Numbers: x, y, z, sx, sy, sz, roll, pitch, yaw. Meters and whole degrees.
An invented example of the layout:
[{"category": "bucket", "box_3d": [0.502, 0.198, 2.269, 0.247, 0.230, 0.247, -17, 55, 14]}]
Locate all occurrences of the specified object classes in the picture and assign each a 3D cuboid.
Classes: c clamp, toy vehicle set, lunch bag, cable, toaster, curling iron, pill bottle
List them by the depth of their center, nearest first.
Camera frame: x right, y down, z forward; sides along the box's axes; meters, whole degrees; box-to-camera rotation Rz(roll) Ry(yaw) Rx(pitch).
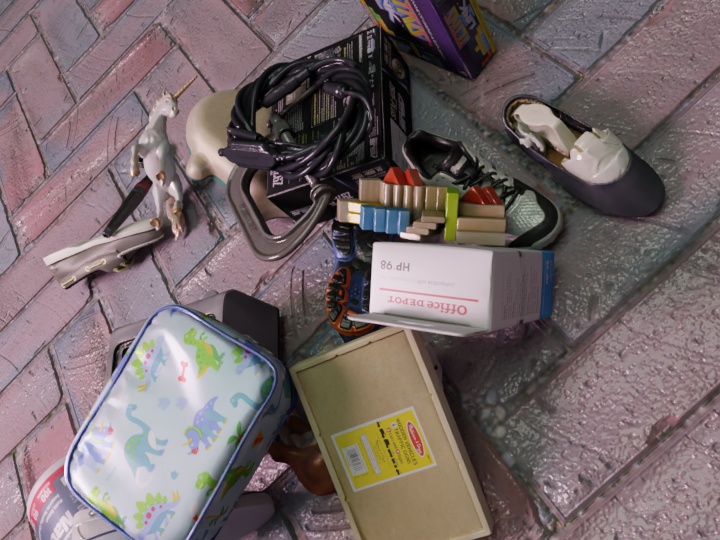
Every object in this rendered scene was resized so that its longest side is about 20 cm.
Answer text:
[{"category": "toy vehicle set", "box_3d": [0.027, 0.159, 0.619, 0.124, 0.027, 0.201, -22, 89, 16]}, {"category": "lunch bag", "box_3d": [-0.166, 0.142, 0.627, 0.160, 0.082, 0.201, 26, 81, 18]}, {"category": "pill bottle", "box_3d": [-0.270, 0.299, 0.741, 0.200, 0.120, 0.120, 32, 86, 38]}, {"category": "cable", "box_3d": [-0.062, -0.177, 0.766, 0.199, 0.051, 0.164, 9, 59, 33]}, {"category": "toaster", "box_3d": [-0.190, 0.135, 0.774, 0.180, 0.119, 0.201, -17, 59, 24]}, {"category": "c clamp", "box_3d": [-0.087, -0.112, 0.780, 0.170, 0.027, 0.201, -35, 53, 14]}, {"category": "curling iron", "box_3d": [-0.336, -0.118, 1.009, 0.049, 0.026, 0.201, 3, 49, 10]}]

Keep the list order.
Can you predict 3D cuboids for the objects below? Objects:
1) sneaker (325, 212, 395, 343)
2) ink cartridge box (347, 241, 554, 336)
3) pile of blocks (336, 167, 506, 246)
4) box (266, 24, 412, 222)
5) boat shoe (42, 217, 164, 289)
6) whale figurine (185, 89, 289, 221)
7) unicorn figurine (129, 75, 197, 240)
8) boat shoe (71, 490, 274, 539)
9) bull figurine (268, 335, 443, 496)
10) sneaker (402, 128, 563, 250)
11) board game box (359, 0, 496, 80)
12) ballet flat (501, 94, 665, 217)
[{"category": "sneaker", "box_3d": [0.000, 0.000, 0.753, 0.075, 0.079, 0.201, 7, 52, 9]}, {"category": "ink cartridge box", "box_3d": [0.088, 0.011, 0.607, 0.115, 0.200, 0.067, 6, 94, 33]}, {"category": "pile of blocks", "box_3d": [0.054, -0.069, 0.676, 0.199, 0.082, 0.063, 9, 105, 29]}, {"category": "box", "box_3d": [-0.025, -0.176, 0.843, 0.163, 0.086, 0.201, -15, 61, 25]}, {"category": "boat shoe", "box_3d": [-0.370, -0.025, 0.999, 0.200, 0.072, 0.061, -17, 104, 16]}, {"category": "whale figurine", "box_3d": [-0.156, -0.142, 0.909, 0.158, 0.104, 0.201, -20, 74, -21]}, {"category": "unicorn figurine", "box_3d": [-0.274, -0.152, 0.935, 0.073, 0.201, 0.138, 6, 41, -12]}, {"category": "boat shoe", "box_3d": [-0.187, 0.246, 0.687, 0.070, 0.199, 0.071, 58, 144, 39]}, {"category": "bull figurine", "box_3d": [-0.010, 0.135, 0.676, 0.121, 0.065, 0.200, 40, 98, 1]}, {"category": "sneaker", "box_3d": [0.118, -0.086, 0.713, 0.200, 0.088, 0.076, 33, 85, 36]}, {"category": "board game box", "box_3d": [0.056, -0.330, 0.798, 0.057, 0.200, 0.165, -49, 51, -1]}, {"category": "ballet flat", "box_3d": [0.214, -0.123, 0.684, 0.073, 0.073, 0.200, -46, 52, 4]}]
